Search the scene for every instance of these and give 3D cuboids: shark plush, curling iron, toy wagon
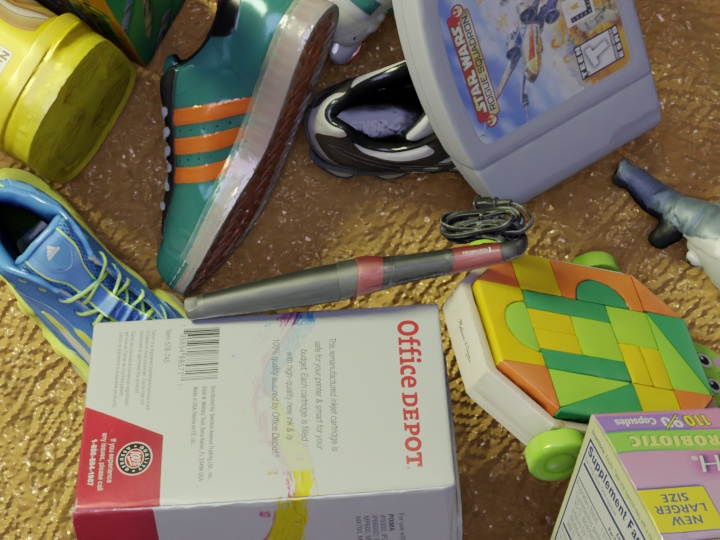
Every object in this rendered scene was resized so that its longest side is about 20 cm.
[{"bbox_3d":[0.246,-0.013,1.135,0.200,0.091,0.083,20,67,23],"label":"shark plush"},{"bbox_3d":[0.000,0.000,1.049,0.199,0.050,0.026,-17,119,1],"label":"curling iron"},{"bbox_3d":[0.143,0.052,1.074,0.199,0.040,0.155,10,45,-26],"label":"toy wagon"}]

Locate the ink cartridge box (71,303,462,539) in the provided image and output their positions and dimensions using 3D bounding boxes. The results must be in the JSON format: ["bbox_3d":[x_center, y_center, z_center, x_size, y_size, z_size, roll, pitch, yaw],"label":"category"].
[{"bbox_3d":[-0.045,0.121,1.049,0.199,0.146,0.145,-3,131,2],"label":"ink cartridge box"}]

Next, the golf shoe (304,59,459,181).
[{"bbox_3d":[0.067,-0.091,1.110,0.199,0.094,0.078,-11,86,-1],"label":"golf shoe"}]

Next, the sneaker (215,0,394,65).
[{"bbox_3d":[0.007,-0.175,1.138,0.199,0.070,0.094,-7,109,-4],"label":"sneaker"}]

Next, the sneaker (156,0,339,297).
[{"bbox_3d":[-0.085,-0.084,1.112,0.080,0.071,0.200,29,108,11],"label":"sneaker"}]

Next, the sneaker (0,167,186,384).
[{"bbox_3d":[-0.161,0.020,1.102,0.200,0.105,0.076,42,89,4],"label":"sneaker"}]

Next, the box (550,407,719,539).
[{"bbox_3d":[0.193,0.177,1.015,0.175,0.097,0.200,-2,128,-19],"label":"box"}]

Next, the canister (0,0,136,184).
[{"bbox_3d":[-0.241,-0.142,1.093,0.200,0.149,0.087,32,88,5],"label":"canister"}]

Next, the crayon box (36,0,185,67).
[{"bbox_3d":[-0.168,-0.185,1.066,0.119,0.200,0.058,30,86,3],"label":"crayon box"}]

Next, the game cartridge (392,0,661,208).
[{"bbox_3d":[0.088,-0.135,1.046,0.133,0.042,0.200,-33,123,-18],"label":"game cartridge"}]
